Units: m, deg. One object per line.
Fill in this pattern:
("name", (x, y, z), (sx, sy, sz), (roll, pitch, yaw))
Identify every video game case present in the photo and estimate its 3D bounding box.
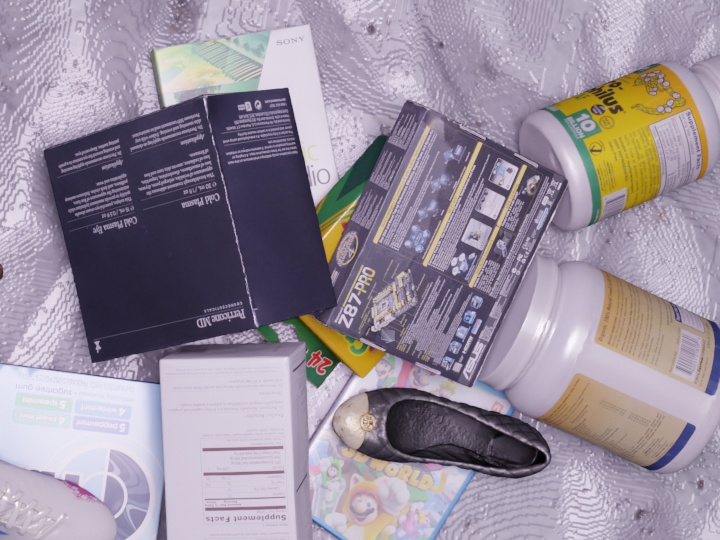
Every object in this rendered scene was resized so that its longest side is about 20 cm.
("video game case", (0.036, 0.154, 1.536), (0.143, 0.018, 0.201), (35, 80, -9))

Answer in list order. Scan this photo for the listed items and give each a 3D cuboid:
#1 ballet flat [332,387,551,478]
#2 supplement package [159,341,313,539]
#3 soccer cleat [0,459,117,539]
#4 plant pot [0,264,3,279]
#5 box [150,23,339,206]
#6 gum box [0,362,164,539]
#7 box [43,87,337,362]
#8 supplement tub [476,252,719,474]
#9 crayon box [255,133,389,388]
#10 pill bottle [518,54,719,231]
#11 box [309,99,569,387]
("ballet flat", (0.073, 0.140, 1.507), (0.198, 0.057, 0.067), (9, 85, -13))
("supplement package", (-0.101, 0.166, 1.433), (0.108, 0.114, 0.202), (-2, 93, 5))
("soccer cleat", (-0.289, 0.186, 1.377), (0.198, 0.086, 0.070), (23, 83, -10))
("plant pot", (-0.402, -0.007, 1.359), (0.197, 0.200, 0.201), (-32, 95, -20))
("box", (-0.096, -0.105, 1.506), (0.143, 0.036, 0.202), (-11, 90, -14))
("gum box", (-0.252, 0.186, 1.452), (0.168, 0.045, 0.202), (8, 85, -12))
("box", (-0.140, -0.035, 1.402), (0.104, 0.199, 0.184), (-12, 90, -50))
("supplement tub", (0.213, 0.079, 1.517), (0.198, 0.144, 0.146), (24, 82, -11))
("crayon box", (0.000, 0.000, 1.490), (0.200, 0.051, 0.127), (-49, 120, -5))
("pill bottle", (0.252, -0.121, 1.551), (0.198, 0.113, 0.114), (-22, 93, -13))
("box", (0.067, -0.020, 1.460), (0.160, 0.049, 0.202), (22, 94, -30))
